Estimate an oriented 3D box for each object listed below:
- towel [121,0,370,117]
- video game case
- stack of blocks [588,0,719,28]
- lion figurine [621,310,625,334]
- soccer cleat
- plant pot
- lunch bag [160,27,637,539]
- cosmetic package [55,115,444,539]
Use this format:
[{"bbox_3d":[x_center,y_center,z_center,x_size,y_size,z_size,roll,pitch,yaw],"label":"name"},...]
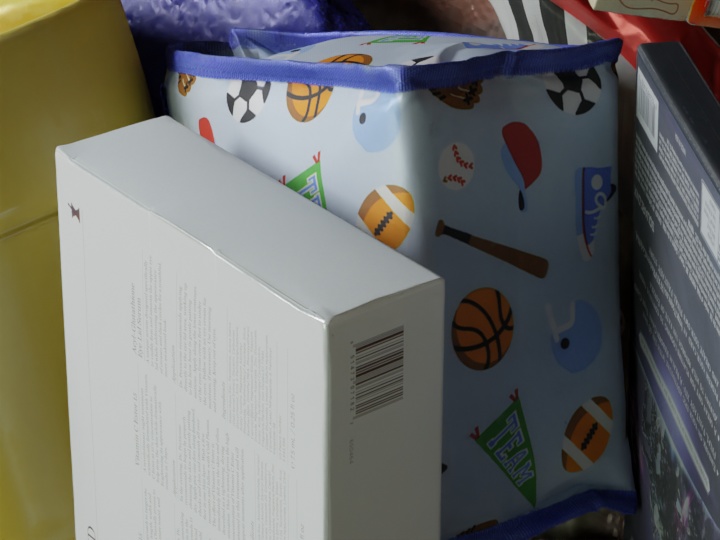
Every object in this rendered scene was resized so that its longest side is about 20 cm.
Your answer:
[{"bbox_3d":[-0.095,-0.090,1.052,0.200,0.049,0.148,-41,71,28],"label":"towel"},{"bbox_3d":[0.106,0.046,0.820,0.143,0.019,0.201,-104,11,-65],"label":"video game case"},{"bbox_3d":[0.106,-0.145,0.772,0.201,0.114,0.059,-105,25,-52],"label":"stack of blocks"},{"bbox_3d":[0.036,0.024,1.024,0.122,0.072,0.201,41,117,42],"label":"lion figurine"},{"bbox_3d":[0.103,-0.052,0.917,0.201,0.068,0.085,57,157,11],"label":"soccer cleat"},{"bbox_3d":[-0.158,0.011,0.966,0.200,0.200,0.190,-4,107,49],"label":"plant pot"},{"bbox_3d":[0.000,0.000,0.916,0.199,0.123,0.171,6,101,51],"label":"lunch bag"},{"bbox_3d":[-0.037,0.070,0.843,0.150,0.051,0.201,30,129,43],"label":"cosmetic package"}]
